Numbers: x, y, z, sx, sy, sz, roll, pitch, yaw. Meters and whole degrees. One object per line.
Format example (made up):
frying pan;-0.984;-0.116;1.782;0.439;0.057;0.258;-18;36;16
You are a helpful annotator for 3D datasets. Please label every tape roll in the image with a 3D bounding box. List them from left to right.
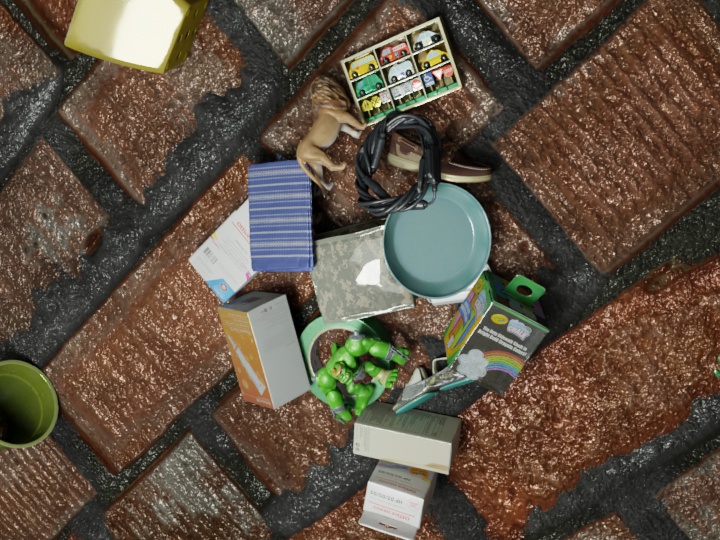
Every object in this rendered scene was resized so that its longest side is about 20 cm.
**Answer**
tape roll;-0.029;0.174;1.715;0.196;0.048;0.205;6;108;17

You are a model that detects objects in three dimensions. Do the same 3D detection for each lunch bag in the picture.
lunch bag;0.000;0.000;1.607;0.196;0.118;0.168;-12;101;13

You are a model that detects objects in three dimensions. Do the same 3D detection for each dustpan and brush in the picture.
dustpan and brush;0.168;-0.032;1.575;0.137;0.057;0.205;-8;102;20

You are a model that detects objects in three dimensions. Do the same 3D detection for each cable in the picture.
cable;0.063;-0.186;1.495;0.160;0.051;0.204;-15;63;24

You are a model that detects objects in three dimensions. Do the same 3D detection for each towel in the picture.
towel;-0.146;-0.099;1.596;0.142;0.024;0.205;-1;90;29

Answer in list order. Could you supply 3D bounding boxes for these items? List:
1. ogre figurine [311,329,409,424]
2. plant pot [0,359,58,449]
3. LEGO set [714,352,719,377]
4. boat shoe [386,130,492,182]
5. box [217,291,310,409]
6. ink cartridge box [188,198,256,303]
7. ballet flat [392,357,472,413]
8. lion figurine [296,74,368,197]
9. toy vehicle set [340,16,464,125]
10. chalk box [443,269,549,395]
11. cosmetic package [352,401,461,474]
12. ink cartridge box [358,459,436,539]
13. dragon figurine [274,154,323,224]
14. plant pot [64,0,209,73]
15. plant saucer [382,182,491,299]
ogre figurine;-0.011;0.196;1.642;0.119;0.099;0.200;36;131;-14
plant pot;-0.829;0.334;1.978;0.188;0.200;0.202;-29;97;37
LEGO set;0.700;0.170;1.427;0.198;0.116;0.156;-29;96;24
boat shoe;0.142;-0.205;1.526;0.196;0.072;0.074;17;110;21
box;-0.192;0.155;1.711;0.123;0.096;0.204;3;111;52
ink cartridge box;-0.233;-0.047;1.702;0.199;0.068;0.116;-41;91;26
ballet flat;0.141;0.212;1.668;0.198;0.072;0.073;-28;97;24
lion figurine;-0.066;-0.244;1.539;0.121;0.072;0.203;29;73;-10
toy vehicle set;0.074;-0.349;1.525;0.197;0.027;0.127;-18;100;23
chalk box;0.250;0.092;1.537;0.123;0.125;0.202;26;113;-12
cosmetic package;0.092;0.326;1.692;0.196;0.105;0.073;10;112;17
ink cartridge box;0.078;0.423;1.665;0.113;0.200;0.069;14;111;13
dragon figurine;-0.126;-0.122;1.647;0.097;0.059;0.205;6;108;17
plant pot;-0.390;-0.471;1.563;0.174;0.201;0.202;28;114;-5
plant saucer;0.132;-0.053;1.518;0.195;0.036;0.205;-1;98;-8
